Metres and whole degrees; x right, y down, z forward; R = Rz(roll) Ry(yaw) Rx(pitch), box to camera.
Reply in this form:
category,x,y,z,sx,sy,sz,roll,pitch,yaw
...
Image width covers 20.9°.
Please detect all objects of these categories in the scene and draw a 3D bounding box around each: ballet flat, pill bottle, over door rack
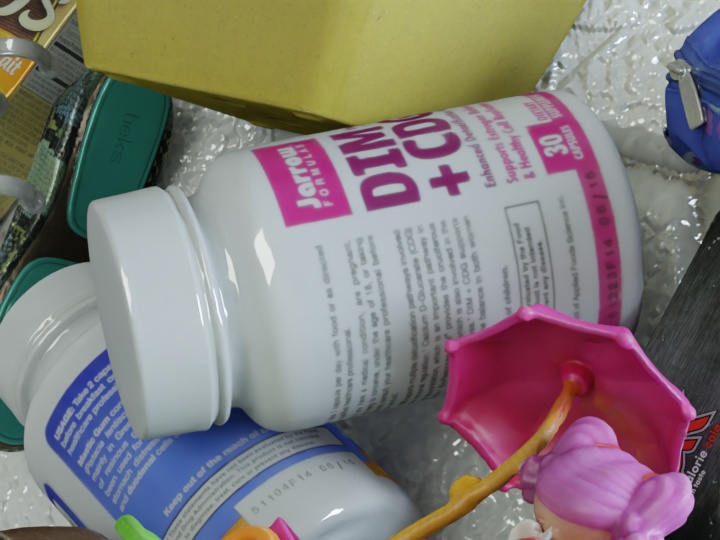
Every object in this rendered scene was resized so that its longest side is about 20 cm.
category,x,y,z,sx,sy,sz,roll,pitch,yaw
ballet flat,-0.147,-0.008,0.960,0.074,0.074,0.200,16,79,34
pill bottle,-0.074,0.082,0.845,0.112,0.112,0.200,-52,55,4
pill bottle,0.000,0.000,0.773,0.200,0.113,0.113,-12,59,-15
over door rack,-0.218,-0.085,0.962,0.200,0.067,0.148,-9,70,37

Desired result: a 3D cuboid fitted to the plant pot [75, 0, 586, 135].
category,x,y,z,sx,sy,sz,roll,pitch,yaw
plant pot,-0.013,-0.149,0.856,0.200,0.200,0.177,15,91,34

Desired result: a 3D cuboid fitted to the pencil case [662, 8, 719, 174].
category,x,y,z,sx,sy,sz,roll,pitch,yaw
pencil case,0.180,-0.045,0.714,0.200,0.087,0.078,-129,50,-62

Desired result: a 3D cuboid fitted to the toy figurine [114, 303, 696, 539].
category,x,y,z,sx,sy,sz,roll,pitch,yaw
toy figurine,0.042,0.094,0.669,0.184,0.150,0.200,-40,30,-10

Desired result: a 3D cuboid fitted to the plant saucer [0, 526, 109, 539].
category,x,y,z,sx,sy,sz,roll,pitch,yaw
plant saucer,-0.072,0.174,0.773,0.034,0.200,0.200,-36,53,-18

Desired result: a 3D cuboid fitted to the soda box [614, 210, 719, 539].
category,x,y,z,sx,sy,sz,roll,pitch,yaw
soda box,0.128,0.084,0.751,0.071,0.063,0.200,27,87,36

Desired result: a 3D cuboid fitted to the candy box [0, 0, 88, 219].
category,x,y,z,sx,sy,sz,roll,pitch,yaw
candy box,-0.191,-0.120,1.025,0.115,0.055,0.200,40,95,33
